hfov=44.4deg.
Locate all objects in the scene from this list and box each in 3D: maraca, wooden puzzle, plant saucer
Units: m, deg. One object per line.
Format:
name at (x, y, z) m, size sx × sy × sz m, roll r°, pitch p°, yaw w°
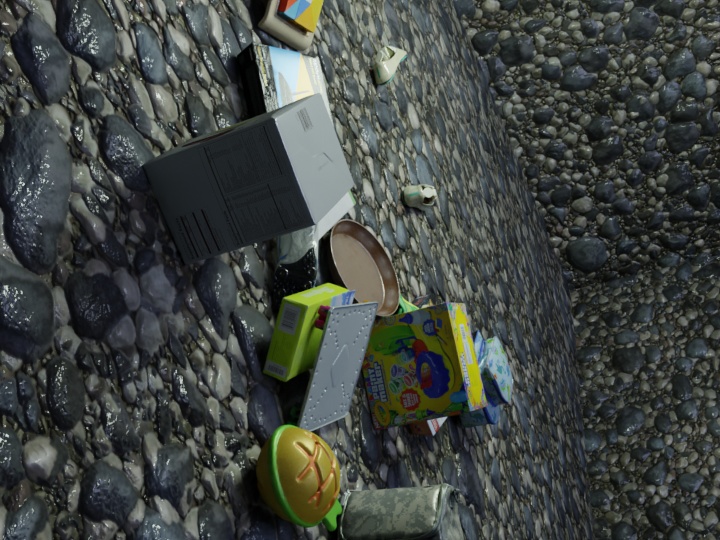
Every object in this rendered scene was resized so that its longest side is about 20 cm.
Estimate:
maraca at (-0.075, 0.289, 1.220) m, size 0.200 × 0.106 × 0.138 m, roll 45°, pitch 35°, yaw -53°
wooden puzzle at (-0.105, -0.520, 1.634) m, size 0.185 × 0.037 × 0.201 m, roll 4°, pitch 108°, yaw -68°
plant saucer at (0.000, 0.000, 1.653) m, size 0.200 × 0.034 × 0.201 m, roll 37°, pitch 38°, yaw -36°

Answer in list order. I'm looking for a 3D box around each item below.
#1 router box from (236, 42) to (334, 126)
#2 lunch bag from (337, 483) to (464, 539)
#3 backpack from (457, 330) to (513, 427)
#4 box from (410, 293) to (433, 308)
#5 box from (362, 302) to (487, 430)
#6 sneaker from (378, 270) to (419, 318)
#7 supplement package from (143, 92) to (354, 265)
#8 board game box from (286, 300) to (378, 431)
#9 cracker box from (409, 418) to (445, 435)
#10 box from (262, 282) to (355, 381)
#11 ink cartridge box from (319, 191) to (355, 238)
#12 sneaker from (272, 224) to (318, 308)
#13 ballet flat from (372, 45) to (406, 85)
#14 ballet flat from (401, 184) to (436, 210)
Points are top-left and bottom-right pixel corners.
router box at (-0.119, -0.271, 1.480) m, size 0.149 × 0.051 × 0.201 m, roll 0°, pitch 72°, yaw -44°
lunch bag at (0.061, 0.419, 1.362) m, size 0.139 × 0.199 × 0.169 m, roll 44°, pitch 40°, yaw -58°
backpack at (0.280, 0.265, 2.090) m, size 0.183 × 0.146 × 0.201 m, roll -61°, pitch 135°, yaw -58°
box at (0.135, 0.145, 1.948) m, size 0.200 × 0.037 × 0.137 m, roll -38°, pitch 113°, yaw -68°
box at (0.113, 0.179, 1.654) m, size 0.122 × 0.192 × 0.201 m, roll 7°, pitch 69°, yaw -67°
sneaker at (0.070, 0.086, 1.782) m, size 0.200 × 0.074 × 0.084 m, roll 52°, pitch 28°, yaw -27°
supplement package at (-0.144, -0.128, 1.195) m, size 0.191 × 0.199 × 0.148 m, roll -53°, pitch 125°, yaw -65°
board game box at (-0.042, 0.146, 1.385) m, size 0.200 × 0.026 × 0.201 m, roll -1°, pitch 108°, yaw -69°
cracker box at (0.153, 0.228, 1.829) m, size 0.200 × 0.057 × 0.135 m, roll -43°, pitch 119°, yaw -45°
box at (-0.075, 0.090, 1.362) m, size 0.200 × 0.047 × 0.123 m, roll -17°, pitch 124°, yaw -69°
ink cartridge box at (-0.098, -0.126, 1.529) m, size 0.200 × 0.048 × 0.146 m, roll -47°, pitch 122°, yaw -41°
sneaker at (-0.103, -0.027, 1.414) m, size 0.073 × 0.071 × 0.201 m, roll 119°, pitch -23°, yaw -71°
ballet flat at (0.069, -0.526, 2.201) m, size 0.200 × 0.069 × 0.070 m, roll -69°, pitch 139°, yaw -57°
ballet flat at (0.160, -0.184, 2.198) m, size 0.200 × 0.062 × 0.068 m, roll -20°, pitch 96°, yaw -69°
